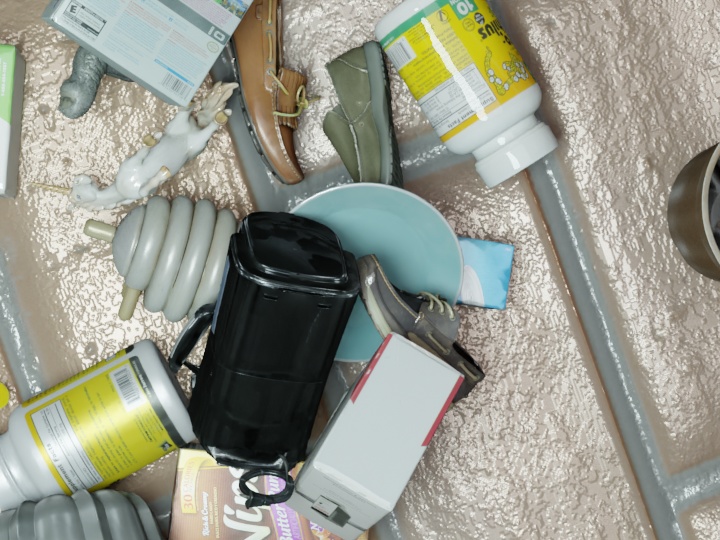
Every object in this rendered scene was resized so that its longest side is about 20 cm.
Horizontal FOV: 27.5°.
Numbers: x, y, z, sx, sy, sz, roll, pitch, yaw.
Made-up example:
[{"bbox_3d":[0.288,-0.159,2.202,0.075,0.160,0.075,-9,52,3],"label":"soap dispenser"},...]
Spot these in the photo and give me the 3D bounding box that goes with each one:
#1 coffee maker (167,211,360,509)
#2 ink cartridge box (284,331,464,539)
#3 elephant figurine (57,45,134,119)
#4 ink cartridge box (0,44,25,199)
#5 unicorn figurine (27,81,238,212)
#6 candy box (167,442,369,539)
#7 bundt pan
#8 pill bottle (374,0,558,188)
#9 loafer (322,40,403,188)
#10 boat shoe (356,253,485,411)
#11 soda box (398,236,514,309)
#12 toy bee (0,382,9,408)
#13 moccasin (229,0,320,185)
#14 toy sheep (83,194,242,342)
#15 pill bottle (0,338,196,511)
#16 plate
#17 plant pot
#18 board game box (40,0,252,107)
[{"bbox_3d":[-0.072,0.073,1.337,0.135,0.192,0.200,-5,127,-34],"label":"coffee maker"},{"bbox_3d":[0.009,0.160,1.371,0.083,0.200,0.147,31,70,1],"label":"ink cartridge box"},{"bbox_3d":[-0.210,-0.244,1.438,0.155,0.142,0.200,-8,84,9],"label":"elephant figurine"},{"bbox_3d":[-0.437,-0.151,1.437,0.200,0.084,0.146,4,89,-5],"label":"ink cartridge box"},{"bbox_3d":[-0.206,-0.109,1.439,0.200,0.137,0.074,-26,88,-28],"label":"unicorn figurine"},{"bbox_3d":[-0.090,0.243,1.480,0.200,0.056,0.117,7,89,-4],"label":"candy box"},{"bbox_3d":[-0.282,0.264,1.402,0.202,0.202,0.076,-14,67,-5],"label":"bundt pan"},{"bbox_3d":[0.111,-0.188,1.472,0.113,0.113,0.200,-32,92,-5],"label":"pill bottle"},{"bbox_3d":[0.000,-0.133,1.474,0.070,0.075,0.200,-9,66,8],"label":"loafer"},{"bbox_3d":[0.057,0.051,1.413,0.073,0.075,0.200,-32,127,2],"label":"boat shoe"},{"bbox_3d":[0.050,-0.008,1.490,0.200,0.064,0.068,9,89,-4],"label":"soda box"},{"bbox_3d":[-0.394,0.085,1.442,0.200,0.109,0.131,-39,102,20],"label":"toy bee"},{"bbox_3d":[-0.083,-0.186,1.480,0.078,0.074,0.201,-12,81,3],"label":"moccasin"},{"bbox_3d":[-0.174,-0.009,1.439,0.200,0.138,0.138,16,88,-16],"label":"toy sheep"},{"bbox_3d":[-0.268,0.159,1.436,0.200,0.112,0.112,-28,92,-4],"label":"pill bottle"},{"bbox_3d":[0.000,0.000,1.426,0.200,0.026,0.200,-2,121,-3],"label":"plate"},{"bbox_3d":[0.403,-0.062,1.455,0.200,0.198,0.200,0,90,-5],"label":"plant pot"},{"bbox_3d":[-0.175,-0.273,1.354,0.148,0.064,0.200,34,86,-22],"label":"board game box"}]
